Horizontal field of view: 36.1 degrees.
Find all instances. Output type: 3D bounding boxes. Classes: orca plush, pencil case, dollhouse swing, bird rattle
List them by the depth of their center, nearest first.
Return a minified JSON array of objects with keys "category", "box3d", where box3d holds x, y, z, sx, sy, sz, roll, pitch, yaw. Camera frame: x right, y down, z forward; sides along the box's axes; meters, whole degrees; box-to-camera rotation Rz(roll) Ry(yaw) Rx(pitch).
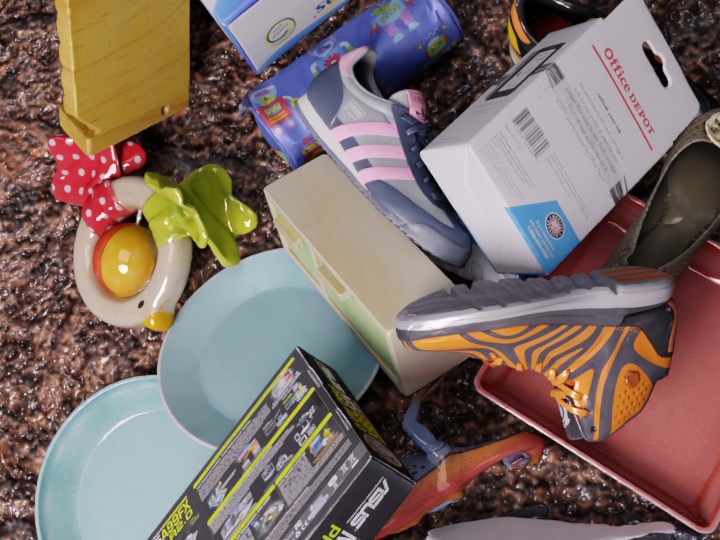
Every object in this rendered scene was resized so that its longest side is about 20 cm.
[{"category":"orca plush","box3d":[0.149,0.223,0.818,0.197,0.105,0.072,-8,101,-5]},{"category":"dollhouse swing","box3d":[-0.241,-0.242,0.941,0.174,0.202,0.181,24,38,25]},{"category":"bird rattle","box3d":[-0.201,-0.035,0.951,0.198,0.112,0.165,15,91,25]},{"category":"pencil case","box3d":[-0.008,-0.173,0.954,0.199,0.078,0.087,-38,59,2]}]

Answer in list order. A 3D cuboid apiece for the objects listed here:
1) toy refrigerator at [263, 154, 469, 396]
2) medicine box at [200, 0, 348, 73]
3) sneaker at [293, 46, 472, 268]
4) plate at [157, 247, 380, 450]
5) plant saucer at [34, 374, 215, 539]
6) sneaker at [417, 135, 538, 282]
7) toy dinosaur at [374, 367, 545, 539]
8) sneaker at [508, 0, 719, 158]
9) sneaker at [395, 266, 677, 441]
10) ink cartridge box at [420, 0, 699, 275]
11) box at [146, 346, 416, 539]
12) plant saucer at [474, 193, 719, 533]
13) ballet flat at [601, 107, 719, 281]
[{"category":"toy refrigerator","box3d":[0.000,0.000,0.864,0.069,0.076,0.200,-30,48,-13]},{"category":"medicine box","box3d":[-0.088,-0.320,1.000,0.182,0.103,0.201,-38,69,2]},{"category":"sneaker","box3d":[0.031,-0.092,0.851,0.082,0.070,0.200,-46,69,14]},{"category":"plate","box3d":[-0.071,0.066,0.908,0.198,0.026,0.202,-10,51,12]},{"category":"plant saucer","box3d":[-0.174,0.190,0.922,0.197,0.036,0.203,-4,74,13]},{"category":"sneaker","box3d":[0.070,-0.032,0.905,0.081,0.076,0.201,-45,67,15]},{"category":"toy dinosaur","box3d":[0.049,0.168,0.817,0.179,0.106,0.201,-9,44,15]},{"category":"sneaker","box3d":[0.200,-0.161,0.890,0.199,0.090,0.070,35,86,20]},{"category":"sneaker","box3d":[0.124,0.065,0.756,0.197,0.078,0.114,-5,103,-5]},{"category":"ink cartridge box","box3d":[0.154,-0.104,0.829,0.200,0.068,0.117,-43,110,-22]},{"category":"box","box3d":[-0.065,0.172,0.758,0.201,0.044,0.160,-52,29,4]},{"category":"plant saucer","box3d":[0.218,0.063,0.836,0.199,0.037,0.201,31,75,16]},{"category":"ballet flat","box3d":[0.239,-0.045,0.829,0.067,0.046,0.201,35,76,12]}]
